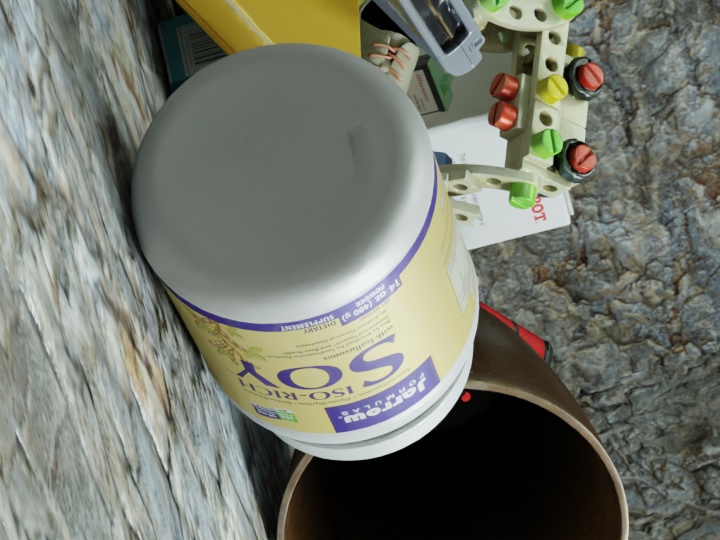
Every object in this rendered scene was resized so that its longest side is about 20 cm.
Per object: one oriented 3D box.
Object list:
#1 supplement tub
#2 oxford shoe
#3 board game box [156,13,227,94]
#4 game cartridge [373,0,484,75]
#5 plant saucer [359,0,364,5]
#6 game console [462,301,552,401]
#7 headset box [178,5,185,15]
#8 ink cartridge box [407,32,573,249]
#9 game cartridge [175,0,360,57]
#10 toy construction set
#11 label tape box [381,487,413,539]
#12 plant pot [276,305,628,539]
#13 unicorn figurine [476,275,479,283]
[{"bbox_3d":[-0.021,-0.003,1.365,0.200,0.145,0.146,67,10,-59],"label":"supplement tub"},{"bbox_3d":[0.000,-0.123,1.852,0.071,0.074,0.200,26,37,-19],"label":"oxford shoe"},{"bbox_3d":[-0.060,-0.037,1.616,0.200,0.047,0.151,67,8,-61],"label":"board game box"},{"bbox_3d":[0.003,-0.201,1.678,0.133,0.042,0.200,42,-3,25],"label":"game cartridge"},{"bbox_3d":[-0.052,-0.250,1.889,0.200,0.048,0.200,-43,-129,46],"label":"plant saucer"},{"bbox_3d":[0.046,0.129,1.907,0.172,0.119,0.200,30,71,-54],"label":"game console"},{"bbox_3d":[-0.077,-0.197,1.746,0.149,0.077,0.200,-32,106,-85],"label":"headset box"},{"bbox_3d":[0.038,-0.080,1.983,0.145,0.200,0.084,70,7,-53],"label":"ink cartridge box"},{"bbox_3d":[-0.068,-0.179,1.573,0.200,0.032,0.176,48,25,-33],"label":"game cartridge"},{"bbox_3d":[0.090,-0.115,1.844,0.092,0.131,0.200,-5,-113,60],"label":"toy construction set"},{"bbox_3d":[0.027,0.251,1.641,0.143,0.066,0.200,69,6,-53],"label":"label tape box"},{"bbox_3d":[0.046,0.096,1.567,0.200,0.187,0.187,-94,168,-63],"label":"plant pot"},{"bbox_3d":[0.005,0.012,1.895,0.200,0.137,0.074,92,-20,-50],"label":"unicorn figurine"}]
